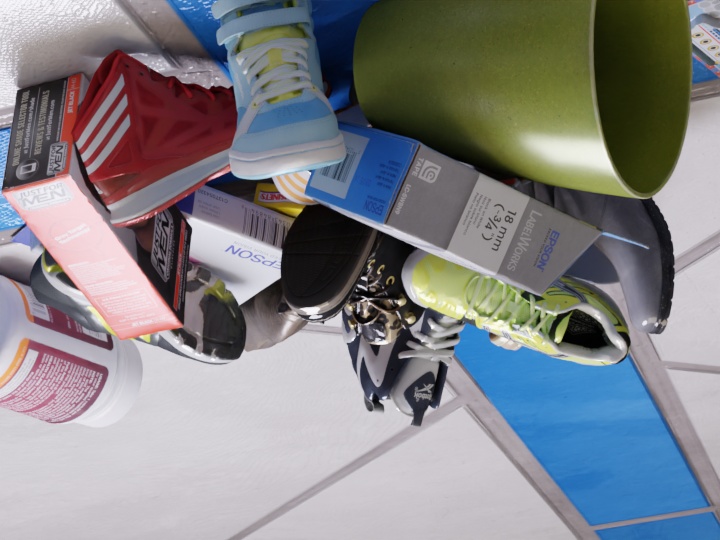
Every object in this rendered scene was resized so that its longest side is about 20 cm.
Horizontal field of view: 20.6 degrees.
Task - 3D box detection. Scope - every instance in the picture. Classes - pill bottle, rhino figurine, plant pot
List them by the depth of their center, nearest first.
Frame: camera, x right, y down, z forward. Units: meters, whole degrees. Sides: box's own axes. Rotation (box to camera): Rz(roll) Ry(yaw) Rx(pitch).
[{"bbox_3d":[0.103,-0.143,1.358,0.198,0.189,0.187,1,164,30],"label":"plant pot"},{"bbox_3d":[-0.068,0.024,1.762,0.059,0.088,0.200,20,165,-17],"label":"rhino figurine"},{"bbox_3d":[-0.301,0.080,1.862,0.113,0.115,0.200,-17,155,28],"label":"pill bottle"}]

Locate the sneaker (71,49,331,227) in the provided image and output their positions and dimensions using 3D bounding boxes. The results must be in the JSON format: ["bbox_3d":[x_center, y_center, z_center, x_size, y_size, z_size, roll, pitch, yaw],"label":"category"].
[{"bbox_3d":[-0.121,-0.127,1.450,0.199,0.116,0.078,-34,-168,-25],"label":"sneaker"}]

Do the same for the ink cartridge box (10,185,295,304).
[{"bbox_3d":[-0.176,-0.018,1.706,0.195,0.044,0.200,19,148,-27],"label":"ink cartridge box"}]

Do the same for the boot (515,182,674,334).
[{"bbox_3d":[0.170,-0.040,1.570,0.130,0.202,0.070,-4,158,-13],"label":"boot"}]

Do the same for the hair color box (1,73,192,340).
[{"bbox_3d":[-0.198,-0.045,1.524,0.061,0.102,0.200,-12,142,17],"label":"hair color box"}]

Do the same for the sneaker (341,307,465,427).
[{"bbox_3d":[0.064,0.066,1.735,0.198,0.131,0.079,-22,154,36],"label":"sneaker"}]

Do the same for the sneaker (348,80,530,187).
[{"bbox_3d":[0.069,-0.113,1.472,0.199,0.078,0.082,4,156,40],"label":"sneaker"}]

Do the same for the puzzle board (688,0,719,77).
[{"bbox_3d":[0.326,-0.180,1.502,0.150,0.018,0.199,-19,154,29],"label":"puzzle board"}]

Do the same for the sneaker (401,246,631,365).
[{"bbox_3d":[0.129,0.022,1.566,0.198,0.076,0.076,15,-170,-17],"label":"sneaker"}]

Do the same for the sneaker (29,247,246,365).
[{"bbox_3d":[-0.189,0.024,1.682,0.199,0.075,0.084,29,152,-22],"label":"sneaker"}]

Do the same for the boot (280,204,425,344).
[{"bbox_3d":[0.000,0.000,1.569,0.072,0.201,0.151,-6,132,17],"label":"boot"}]

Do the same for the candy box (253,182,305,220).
[{"bbox_3d":[-0.015,-0.028,1.750,0.101,0.027,0.200,8,163,21],"label":"candy box"}]

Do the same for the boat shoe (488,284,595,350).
[{"bbox_3d":[0.178,0.018,1.742,0.072,0.065,0.200,-43,-178,40],"label":"boat shoe"}]

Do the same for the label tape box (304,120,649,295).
[{"bbox_3d":[0.079,-0.034,1.389,0.199,0.064,0.144,23,-179,-26],"label":"label tape box"}]

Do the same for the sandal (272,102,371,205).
[{"bbox_3d":[-0.036,-0.083,1.519,0.079,0.060,0.206,-27,-172,-23],"label":"sandal"}]

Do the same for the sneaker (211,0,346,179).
[{"bbox_3d":[-0.060,-0.137,1.321,0.079,0.132,0.200,-11,-165,-6],"label":"sneaker"}]

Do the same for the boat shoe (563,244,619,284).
[{"bbox_3d":[0.152,-0.019,1.647,0.198,0.069,0.057,-3,175,1],"label":"boat shoe"}]
